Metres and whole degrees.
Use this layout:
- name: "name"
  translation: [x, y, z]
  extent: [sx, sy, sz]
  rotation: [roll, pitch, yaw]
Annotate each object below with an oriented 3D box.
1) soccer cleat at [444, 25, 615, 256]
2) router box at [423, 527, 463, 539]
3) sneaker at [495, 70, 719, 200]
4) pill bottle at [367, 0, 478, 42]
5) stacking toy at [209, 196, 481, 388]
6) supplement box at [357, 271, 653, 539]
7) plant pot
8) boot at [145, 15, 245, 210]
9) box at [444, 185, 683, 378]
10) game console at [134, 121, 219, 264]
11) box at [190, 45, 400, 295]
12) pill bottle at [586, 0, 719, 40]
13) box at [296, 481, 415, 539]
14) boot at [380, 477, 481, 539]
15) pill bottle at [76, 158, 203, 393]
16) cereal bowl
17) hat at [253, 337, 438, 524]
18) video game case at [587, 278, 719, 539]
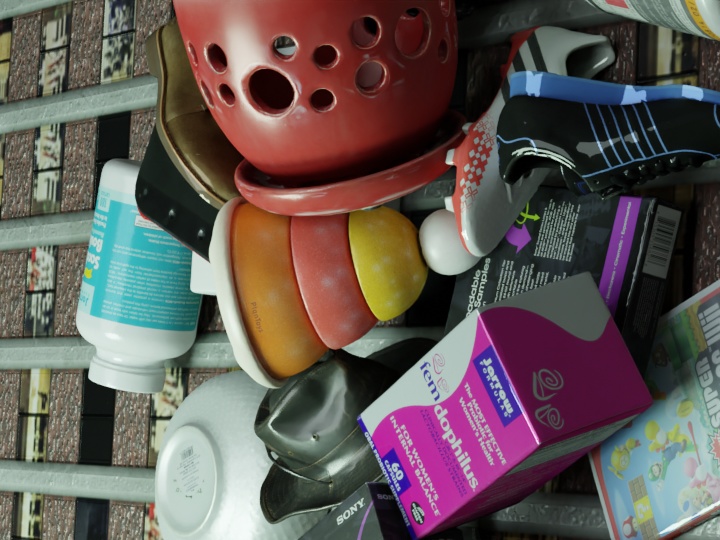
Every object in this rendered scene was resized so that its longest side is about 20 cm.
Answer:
- name: "soccer cleat"
  translation: [0.122, -0.096, 1.550]
  extent: [0.085, 0.069, 0.201]
  rotation: [3, 53, 31]
- name: "router box"
  translation: [0.022, 0.302, 1.587]
  extent: [0.150, 0.062, 0.201]
  rotation: [-27, 67, 43]
- name: "sneaker"
  translation: [0.188, -0.084, 1.469]
  extent: [0.199, 0.070, 0.078]
  rotation: [8, 83, 25]
- name: "pill bottle"
  translation: [0.047, -0.260, 1.687]
  extent: [0.112, 0.111, 0.201]
  rotation: [21, 101, 51]
- name: "stacking toy"
  translation: [0.000, 0.000, 1.609]
  extent: [0.199, 0.146, 0.147]
  rotation: [-12, 72, 14]
- name: "supplement box"
  translation: [0.095, 0.095, 1.476]
  extent: [0.102, 0.103, 0.200]
  rotation: [65, 147, 15]
- name: "plant pot"
  translation: [-0.021, -0.149, 1.573]
  extent: [0.200, 0.200, 0.183]
  rotation: [14, 124, 52]
- name: "boot"
  translation: [-0.115, -0.134, 1.707]
  extent: [0.075, 0.073, 0.201]
  rotation: [-37, 51, 26]
- name: "box"
  translation: [0.140, 0.012, 1.561]
  extent: [0.200, 0.036, 0.144]
  rotation: [12, 88, 54]
- name: "game console"
  translation: [-0.107, -0.097, 1.761]
  extent: [0.200, 0.031, 0.178]
  rotation: [32, 105, 48]
- name: "box"
  translation: [-0.051, -0.077, 1.790]
  extent: [0.152, 0.106, 0.201]
  rotation: [0, 85, 52]
- name: "pill bottle"
  translation: [0.208, -0.224, 1.472]
  extent: [0.200, 0.116, 0.117]
  rotation: [23, 103, 51]
- name: "box"
  translation: [-0.001, 0.269, 1.531]
  extent: [0.143, 0.036, 0.201]
  rotation: [-43, 50, 36]
- name: "boot"
  translation: [0.039, 0.242, 1.671]
  extent: [0.182, 0.072, 0.201]
  rotation: [-16, 79, 52]
- name: "pill bottle"
  translation: [-0.194, 0.006, 1.958]
  extent: [0.111, 0.110, 0.201]
  rotation: [17, 98, 52]
- name: "cereal bowl"
  translation: [-0.116, 0.182, 1.857]
  extent: [0.200, 0.083, 0.201]
  rotation: [-9, 79, 52]
- name: "hat"
  translation: [-0.027, 0.101, 1.687]
  extent: [0.200, 0.081, 0.201]
  rotation: [-39, 19, 16]
- name: "video game case"
  translation: [0.228, 0.096, 1.480]
  extent: [0.200, 0.017, 0.144]
  rotation: [-38, 57, 43]
